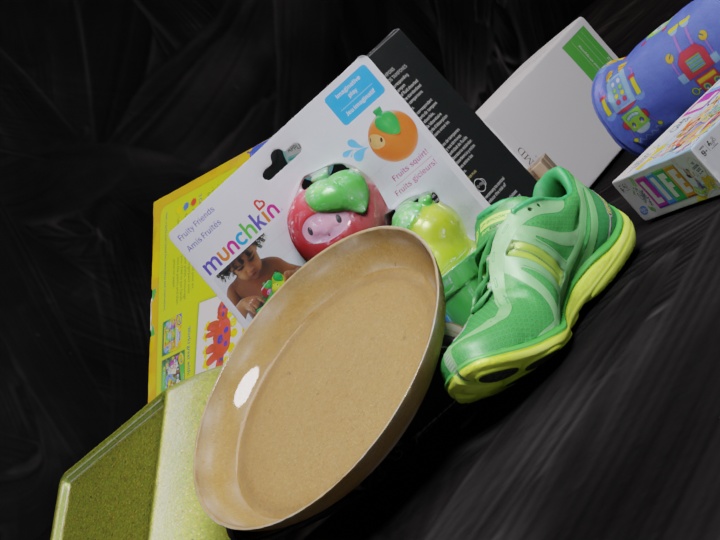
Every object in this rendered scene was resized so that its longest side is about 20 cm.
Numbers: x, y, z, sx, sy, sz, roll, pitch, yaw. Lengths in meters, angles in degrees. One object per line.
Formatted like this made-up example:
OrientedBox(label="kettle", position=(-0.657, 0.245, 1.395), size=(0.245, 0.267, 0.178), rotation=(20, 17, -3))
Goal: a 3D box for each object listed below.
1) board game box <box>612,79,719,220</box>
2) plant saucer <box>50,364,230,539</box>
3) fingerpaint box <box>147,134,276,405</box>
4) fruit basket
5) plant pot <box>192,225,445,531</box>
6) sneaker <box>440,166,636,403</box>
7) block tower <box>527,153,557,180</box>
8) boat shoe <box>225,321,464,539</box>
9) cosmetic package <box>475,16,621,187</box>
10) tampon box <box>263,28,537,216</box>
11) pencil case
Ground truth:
OrientedBox(label="board game box", position=(0.252, -0.116, 1.166), size=(0.200, 0.034, 0.134), rotation=(-43, 4, -13))
OrientedBox(label="plant saucer", position=(-0.153, 0.172, 1.273), size=(0.200, 0.048, 0.200), rotation=(-39, 34, 38))
OrientedBox(label="fingerpaint box", position=(-0.084, 0.018, 1.483), size=(0.167, 0.073, 0.200), rotation=(-26, 56, 40))
OrientedBox(label="fruit basket", position=(0.000, 0.000, 1.200), size=(0.185, 0.200, 0.094), rotation=(-40, 3, 22))
OrientedBox(label="plant pot", position=(-0.020, 0.065, 1.104), size=(0.200, 0.027, 0.200), rotation=(-36, 34, 28))
OrientedBox(label="sneaker", position=(0.088, 0.007, 1.102), size=(0.074, 0.084, 0.200), rotation=(-38, 6, 40))
OrientedBox(label="block tower", position=(0.082, -0.004, 1.487), size=(0.200, 0.058, 0.054), rotation=(-42, 3, 17))
OrientedBox(label="boat shoe", position=(-0.005, 0.103, 1.142), size=(0.200, 0.072, 0.065), rotation=(-34, 26, 26))
OrientedBox(label="cosmetic package", position=(0.152, -0.112, 1.600), size=(0.085, 0.108, 0.200), rotation=(-37, 8, 43))
OrientedBox(label="tampon box", position=(0.022, -0.036, 1.368), size=(0.126, 0.200, 0.150), rotation=(-45, 4, -41))
OrientedBox(label="pencil case", position=(0.250, -0.159, 1.338), size=(0.200, 0.078, 0.087), rotation=(-39, 6, 44))
